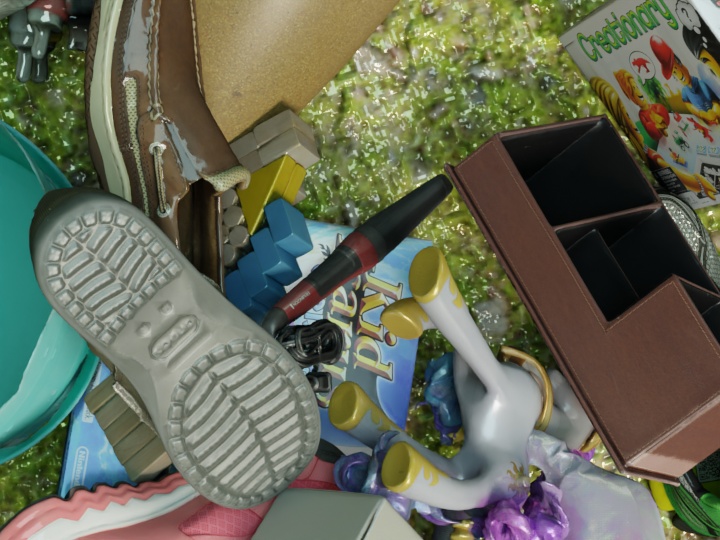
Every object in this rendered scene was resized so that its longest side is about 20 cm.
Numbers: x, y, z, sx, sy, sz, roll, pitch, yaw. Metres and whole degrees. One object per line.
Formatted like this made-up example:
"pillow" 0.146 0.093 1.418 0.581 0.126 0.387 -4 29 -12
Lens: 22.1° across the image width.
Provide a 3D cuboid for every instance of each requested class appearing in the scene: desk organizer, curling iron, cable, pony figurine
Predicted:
"desk organizer" 0.133 0.006 0.967 0.077 0.072 0.201 -39 61 20
"curling iron" 0.000 0.000 0.952 0.025 0.200 0.050 -1 120 29
"cable" -0.159 -0.201 0.974 0.050 0.097 0.202 1 85 -13
"pony figurine" 0.073 0.106 0.957 0.200 0.166 0.194 29 62 -42

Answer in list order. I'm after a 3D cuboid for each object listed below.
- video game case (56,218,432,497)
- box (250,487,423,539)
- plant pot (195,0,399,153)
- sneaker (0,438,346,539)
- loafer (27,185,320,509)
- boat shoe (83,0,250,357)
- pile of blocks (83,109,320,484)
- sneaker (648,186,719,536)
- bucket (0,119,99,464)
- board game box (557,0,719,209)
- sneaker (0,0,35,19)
"video game case" -0.064 0.067 0.999 0.180 0.045 0.202 10 85 -10
"box" 0.026 0.194 0.903 0.200 0.082 0.069 51 57 -30
"plant pot" -0.054 -0.170 0.962 0.186 0.186 0.201 27 99 -7
"sneaker" -0.083 0.143 0.904 0.199 0.074 0.087 -14 66 -33
"loafer" -0.084 0.030 0.842 0.075 0.070 0.200 -36 126 -6
"boat shoe" -0.085 -0.053 0.885 0.074 0.075 0.204 8 105 20
"pile of blocks" -0.060 0.020 0.944 0.082 0.062 0.201 26 86 33
"sneaker" 0.189 0.049 1.024 0.078 0.085 0.201 -16 89 -10
"bucket" -0.227 0.009 0.909 0.205 0.135 0.209 -1 84 5
"board game box" 0.178 -0.098 0.972 0.035 0.200 0.127 -36 93 -9
"sneaker" -0.218 -0.157 0.930 0.200 0.075 0.085 -33 78 32
